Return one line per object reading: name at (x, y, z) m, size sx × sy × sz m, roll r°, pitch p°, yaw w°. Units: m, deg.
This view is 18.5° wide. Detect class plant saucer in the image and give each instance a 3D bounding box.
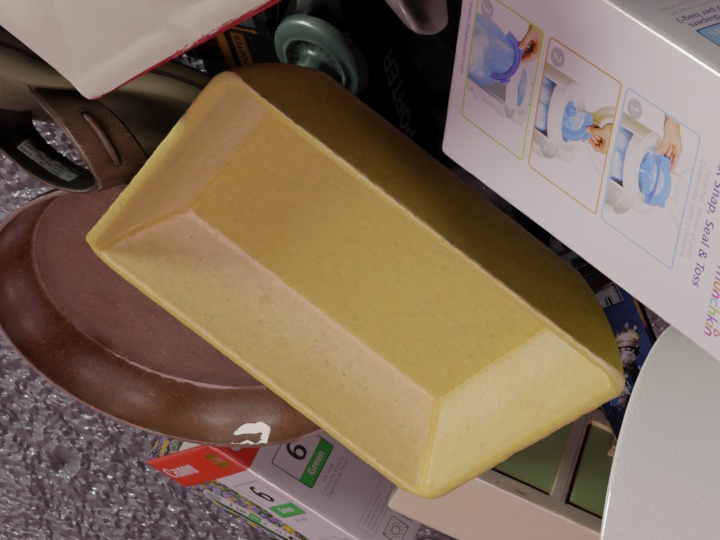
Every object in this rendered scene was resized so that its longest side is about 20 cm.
plant saucer at (-0.086, 0.015, 1.083) m, size 0.199 × 0.035 × 0.201 m, roll 9°, pitch 141°, yaw 7°
plant saucer at (0.000, 0.000, 0.930) m, size 0.200 × 0.049 × 0.200 m, roll 38°, pitch 152°, yaw -7°

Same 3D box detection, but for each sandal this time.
sandal at (-0.133, -0.064, 0.959) m, size 0.200 × 0.058 × 0.080 m, roll 11°, pitch 163°, yaw -30°

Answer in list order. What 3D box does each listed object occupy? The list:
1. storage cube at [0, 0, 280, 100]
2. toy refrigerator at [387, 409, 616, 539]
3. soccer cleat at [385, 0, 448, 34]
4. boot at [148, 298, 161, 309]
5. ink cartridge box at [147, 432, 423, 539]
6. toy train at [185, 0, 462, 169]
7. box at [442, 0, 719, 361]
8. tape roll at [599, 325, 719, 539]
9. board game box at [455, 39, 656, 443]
storage cube at (-0.081, -0.197, 0.789) m, size 0.171 × 0.180 × 0.200 m, roll 39°, pitch 152°, yaw -21°
toy refrigerator at (0.124, 0.123, 1.186) m, size 0.199 × 0.076 × 0.070 m, roll 25°, pitch 143°, yaw -2°
soccer cleat at (0.061, -0.169, 0.848) m, size 0.200 × 0.069 × 0.078 m, roll -44°, pitch 69°, yaw 48°
boot at (0.001, 0.003, 1.109) m, size 0.199 × 0.064 × 0.186 m, roll -4°, pitch 149°, yaw 34°
ink cartridge box at (-0.067, 0.103, 1.252) m, size 0.200 × 0.050 × 0.109 m, roll 34°, pitch 159°, yaw -15°
toy train at (-0.019, -0.087, 1.004) m, size 0.114 × 0.085 × 0.200 m, roll 17°, pitch 147°, yaw 29°
box at (0.137, -0.051, 0.779) m, size 0.200 × 0.112 × 0.102 m, roll 41°, pitch 137°, yaw 39°
tape roll at (0.181, 0.122, 0.837) m, size 0.139 × 0.203 × 0.203 m, roll 3°, pitch 139°, yaw 23°
board game box at (0.103, 0.000, 1.000) m, size 0.035 × 0.136 × 0.200 m, roll -22°, pitch 131°, yaw 7°
